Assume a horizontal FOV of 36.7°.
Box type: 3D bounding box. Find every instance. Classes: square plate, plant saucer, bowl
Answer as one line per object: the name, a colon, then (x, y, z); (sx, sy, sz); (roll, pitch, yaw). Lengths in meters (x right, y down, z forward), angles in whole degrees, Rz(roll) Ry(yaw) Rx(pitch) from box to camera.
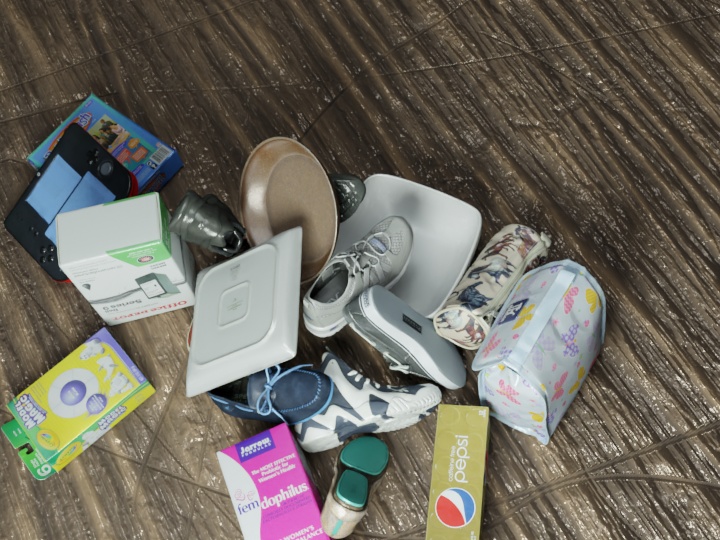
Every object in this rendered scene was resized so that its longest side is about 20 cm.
square plate: (-0.162, 0.051, 1.451); (0.199, 0.028, 0.200); (-22, 52, 32)
plant saucer: (-0.091, -0.084, 1.489); (0.036, 0.202, 0.200); (-16, 51, -43)
bowl: (0.059, -0.019, 1.530); (0.198, 0.075, 0.201); (21, 66, 19)

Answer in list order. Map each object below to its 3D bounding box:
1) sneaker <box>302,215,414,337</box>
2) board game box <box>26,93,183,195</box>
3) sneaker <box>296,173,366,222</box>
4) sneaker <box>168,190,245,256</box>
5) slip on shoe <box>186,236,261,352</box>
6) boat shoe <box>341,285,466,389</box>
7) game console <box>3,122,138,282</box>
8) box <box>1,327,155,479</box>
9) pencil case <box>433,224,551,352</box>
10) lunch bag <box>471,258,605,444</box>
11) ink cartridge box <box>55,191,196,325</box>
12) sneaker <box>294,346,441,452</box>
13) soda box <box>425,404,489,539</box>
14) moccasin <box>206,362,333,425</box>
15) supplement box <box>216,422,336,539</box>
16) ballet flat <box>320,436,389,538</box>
sneaker: (0.000, 0.000, 1.441); (0.074, 0.082, 0.200); (33, 73, 23)
board game box: (-0.401, -0.171, 1.703); (0.199, 0.045, 0.152); (34, 73, 23)
sneaker: (-0.059, -0.111, 1.555); (0.199, 0.076, 0.091); (-12, 33, 47)
sneaker: (-0.198, -0.055, 1.482); (0.090, 0.200, 0.076); (30, 95, 3)
slip on shoe: (-0.191, 0.037, 1.548); (0.073, 0.061, 0.201); (21, 68, 17)
boat shoe: (0.057, 0.099, 1.428); (0.068, 0.199, 0.074); (-31, 37, 34)
game console: (-0.438, -0.100, 1.638); (0.176, 0.031, 0.201); (39, 96, 23)
box: (-0.399, 0.186, 1.509); (0.200, 0.048, 0.117); (-41, 63, -12)
pencil case: (0.182, 0.019, 1.458); (0.089, 0.078, 0.200); (-1, 37, 44)
lunch bag: (0.226, 0.094, 1.369); (0.126, 0.201, 0.170); (26, 69, 21)
ink cartridge box: (-0.320, -0.012, 1.516); (0.144, 0.200, 0.085); (-13, 63, 2)
sneaker: (0.000, 0.151, 1.443); (0.197, 0.080, 0.131); (-19, 65, 6)
soda box: (0.123, 0.274, 1.365); (0.067, 0.064, 0.202); (2, 62, 11)
moccasin: (-0.126, 0.165, 1.418); (0.198, 0.068, 0.081); (-15, 57, 37)
supplement box: (-0.096, 0.311, 1.360); (0.100, 0.104, 0.201); (-23, 59, -3)
ballet flat: (-0.013, 0.271, 1.353); (0.068, 0.200, 0.068); (25, 108, 8)
